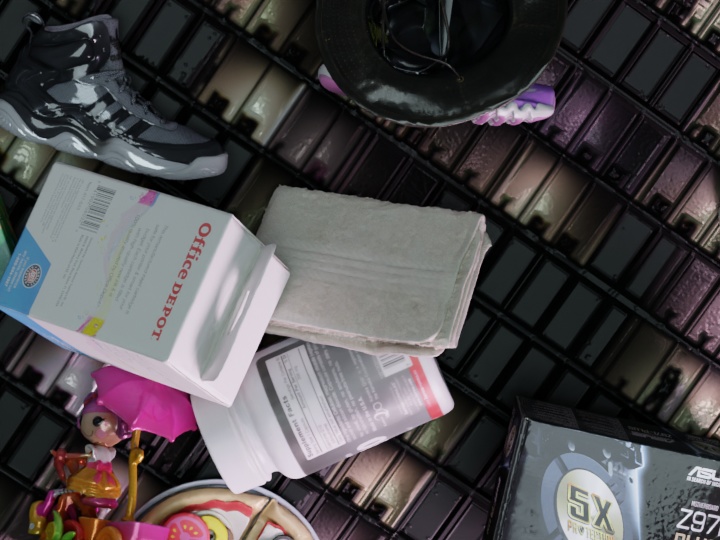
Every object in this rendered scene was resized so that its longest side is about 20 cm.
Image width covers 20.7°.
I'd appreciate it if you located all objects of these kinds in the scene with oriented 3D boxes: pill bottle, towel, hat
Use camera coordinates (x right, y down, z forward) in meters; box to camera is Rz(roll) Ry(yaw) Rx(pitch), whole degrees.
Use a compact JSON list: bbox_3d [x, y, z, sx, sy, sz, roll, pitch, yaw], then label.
[{"bbox_3d":[-0.033,0.105,1.656,0.199,0.114,0.114,-24,100,2],"label":"pill bottle"},{"bbox_3d":[0.000,0.000,1.620,0.199,0.035,0.133,10,63,21],"label":"towel"},{"bbox_3d":[0.064,-0.194,1.565,0.200,0.081,0.201,-1,76,4],"label":"hat"}]

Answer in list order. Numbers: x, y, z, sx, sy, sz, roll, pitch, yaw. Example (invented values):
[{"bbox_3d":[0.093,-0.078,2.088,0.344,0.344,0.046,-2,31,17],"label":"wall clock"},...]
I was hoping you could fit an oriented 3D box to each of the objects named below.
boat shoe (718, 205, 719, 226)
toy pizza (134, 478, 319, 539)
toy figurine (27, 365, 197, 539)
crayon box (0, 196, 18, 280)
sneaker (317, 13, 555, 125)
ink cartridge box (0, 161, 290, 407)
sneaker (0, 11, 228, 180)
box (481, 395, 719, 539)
[{"bbox_3d":[0.389,0.005,1.683,0.074,0.066,0.199,-42,99,5],"label":"boat shoe"},{"bbox_3d":[-0.125,0.281,1.724,0.199,0.032,0.201,-1,100,-3],"label":"toy pizza"},{"bbox_3d":[-0.207,0.165,1.660,0.150,0.200,0.185,18,77,-40],"label":"toy figurine"},{"bbox_3d":[-0.366,-0.066,1.637,0.118,0.058,0.201,-19,101,0],"label":"crayon box"},{"bbox_3d":[0.069,-0.174,1.635,0.199,0.080,0.089,13,84,-7],"label":"sneaker"},{"bbox_3d":[-0.162,0.016,1.570,0.199,0.125,0.129,18,77,26],"label":"ink cartridge box"},{"bbox_3d":[-0.197,-0.147,1.622,0.199,0.075,0.114,15,102,-3],"label":"sneaker"},{"bbox_3d":[0.211,0.211,1.658,0.199,0.086,0.164,13,99,-1],"label":"box"}]
